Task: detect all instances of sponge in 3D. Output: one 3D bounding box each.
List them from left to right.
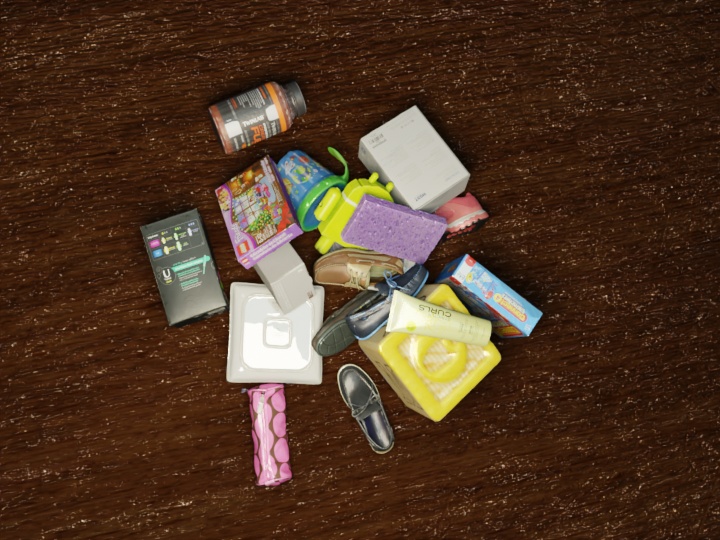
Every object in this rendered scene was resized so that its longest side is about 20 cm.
[{"bbox_3d":[0.069,-0.083,1.688,0.196,0.113,0.030,15,38,-23],"label":"sponge"}]

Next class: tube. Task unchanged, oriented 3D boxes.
[{"bbox_3d":[0.149,0.099,1.562,0.195,0.052,0.059,15,47,-7],"label":"tube"}]

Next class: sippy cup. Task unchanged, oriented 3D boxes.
[{"bbox_3d":[-0.117,-0.176,1.732,0.130,0.141,0.176,43,48,17],"label":"sippy cup"}]

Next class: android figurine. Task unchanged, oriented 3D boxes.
[{"bbox_3d":[-0.007,-0.109,1.707,0.180,0.041,0.202,24,109,-34],"label":"android figurine"}]

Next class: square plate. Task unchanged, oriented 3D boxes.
[{"bbox_3d":[-0.172,0.129,1.692,0.194,0.028,0.204,3,84,-9],"label":"square plate"}]

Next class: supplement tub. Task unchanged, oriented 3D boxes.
[{"bbox_3d":[-0.215,-0.330,1.746,0.196,0.107,0.109,-24,87,-9],"label":"supplement tub"}]

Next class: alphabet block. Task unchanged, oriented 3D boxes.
[{"bbox_3d":[0.135,0.160,1.681,0.195,0.200,0.197,-42,97,-9],"label":"alphabet block"}]

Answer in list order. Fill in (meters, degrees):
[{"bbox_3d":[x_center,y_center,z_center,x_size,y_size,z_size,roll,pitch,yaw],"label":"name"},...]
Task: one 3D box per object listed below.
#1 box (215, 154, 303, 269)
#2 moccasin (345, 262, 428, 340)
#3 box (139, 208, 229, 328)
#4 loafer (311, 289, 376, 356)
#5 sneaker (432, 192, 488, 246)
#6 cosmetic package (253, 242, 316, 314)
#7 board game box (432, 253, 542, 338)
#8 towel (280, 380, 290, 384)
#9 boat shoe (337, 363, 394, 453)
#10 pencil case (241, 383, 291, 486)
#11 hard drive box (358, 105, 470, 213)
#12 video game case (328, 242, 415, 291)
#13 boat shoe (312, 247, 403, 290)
[{"bbox_3d":[-0.204,-0.119,1.642,0.135,0.039,0.202,-32,53,9],"label":"box"},{"bbox_3d":[0.053,0.053,1.668,0.200,0.080,0.068,-45,105,-8],"label":"moccasin"},{"bbox_3d":[-0.351,-0.001,1.670,0.121,0.149,0.205,-18,86,-8],"label":"box"},{"bbox_3d":[-0.031,0.107,1.726,0.198,0.062,0.073,-34,132,-28],"label":"loafer"},{"bbox_3d":[0.179,-0.111,1.797,0.196,0.074,0.088,-18,70,-21],"label":"sneaker"},{"bbox_3d":[-0.175,-0.022,1.670,0.089,0.108,0.201,-29,49,-8],"label":"cosmetic package"},{"bbox_3d":[0.259,0.058,1.718,0.194,0.200,0.056,38,82,-1],"label":"board game box"},{"bbox_3d":[-0.162,0.128,1.732,0.109,0.049,0.205,20,81,-5],"label":"towel"},{"bbox_3d":[0.014,0.288,1.731,0.073,0.062,0.204,-25,86,-7],"label":"boat shoe"},{"bbox_3d":[-0.187,0.335,1.683,0.088,0.094,0.206,-7,85,-7],"label":"pencil case"},{"bbox_3d":[0.112,-0.224,1.761,0.154,0.077,0.202,-31,73,-15],"label":"hard drive box"},{"bbox_3d":[0.028,-0.052,1.789,0.195,0.023,0.187,11,82,-6],"label":"video game case"},{"bbox_3d":[0.000,0.000,1.712,0.195,0.075,0.077,-8,129,-15],"label":"boat shoe"}]
